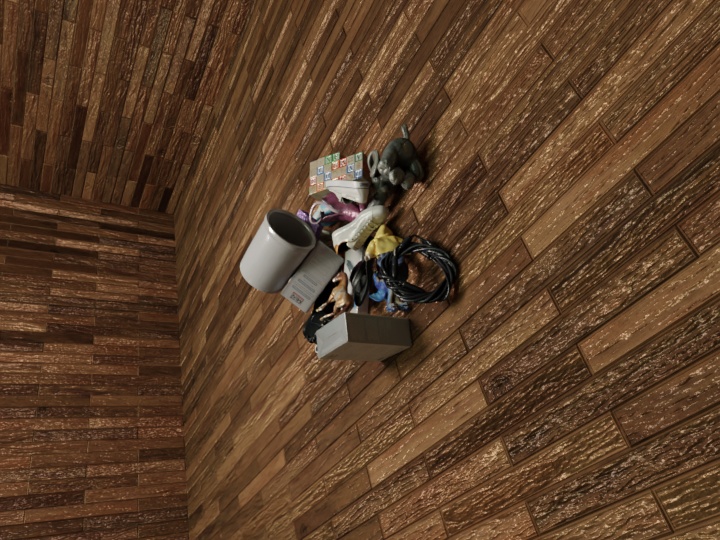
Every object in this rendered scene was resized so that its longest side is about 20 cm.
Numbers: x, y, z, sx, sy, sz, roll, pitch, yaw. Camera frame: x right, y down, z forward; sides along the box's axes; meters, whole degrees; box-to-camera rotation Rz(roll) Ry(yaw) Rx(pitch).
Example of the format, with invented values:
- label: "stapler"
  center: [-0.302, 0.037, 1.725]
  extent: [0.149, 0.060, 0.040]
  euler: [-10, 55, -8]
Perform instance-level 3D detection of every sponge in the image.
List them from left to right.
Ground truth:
- label: "sponge"
  center: [-0.194, -0.079, 1.703]
  extent: [0.111, 0.030, 0.202]
  euler: [39, 111, 36]

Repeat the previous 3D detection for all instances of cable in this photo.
- label: "cable"
  center: [0.136, 0.003, 1.278]
  extent: [0.200, 0.162, 0.051]
  euler: [49, 165, 35]

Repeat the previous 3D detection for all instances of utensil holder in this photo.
- label: "utensil holder"
  center: [-0.254, -0.054, 1.626]
  extent: [0.201, 0.168, 0.171]
  euler: [-53, 42, 27]

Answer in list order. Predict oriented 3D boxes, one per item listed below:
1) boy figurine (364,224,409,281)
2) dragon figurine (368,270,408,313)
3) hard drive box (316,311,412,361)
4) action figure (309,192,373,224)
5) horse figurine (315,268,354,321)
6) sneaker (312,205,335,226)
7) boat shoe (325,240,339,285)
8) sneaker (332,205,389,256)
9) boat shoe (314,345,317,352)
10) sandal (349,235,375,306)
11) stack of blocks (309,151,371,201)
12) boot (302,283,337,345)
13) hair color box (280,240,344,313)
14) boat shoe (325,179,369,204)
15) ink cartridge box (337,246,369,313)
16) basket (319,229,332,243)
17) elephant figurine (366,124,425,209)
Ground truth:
- label: "boy figurine"
  center: [0.068, -0.050, 1.428]
  extent: [0.201, 0.122, 0.065]
  euler: [-107, 8, -53]
- label: "dragon figurine"
  center: [0.062, 0.056, 1.457]
  extent: [0.199, 0.058, 0.101]
  euler: [17, 97, 57]
- label: "hard drive box"
  center: [0.008, 0.176, 1.385]
  extent: [0.155, 0.197, 0.078]
  euler: [-36, 53, 48]
- label: "action figure"
  center: [-0.028, -0.177, 1.570]
  extent: [0.198, 0.148, 0.136]
  euler: [23, 112, 31]
- label: "horse figurine"
  center: [-0.064, 0.090, 1.510]
  extent: [0.132, 0.050, 0.200]
  euler: [-43, 25, 5]
- label: "sneaker"
  center: [-0.098, -0.236, 1.770]
  extent: [0.199, 0.079, 0.133]
  euler: [-32, 58, 40]
- label: "boat shoe"
  center: [-0.097, 0.008, 1.712]
  extent: [0.065, 0.070, 0.203]
  euler: [-122, 38, -66]
- label: "sneaker"
  center: [0.006, -0.103, 1.501]
  extent: [0.199, 0.072, 0.086]
  euler: [-32, 50, 31]
- label: "boat shoe"
  center: [-0.076, 0.208, 1.641]
  extent: [0.200, 0.065, 0.074]
  euler: [-52, 42, 40]
- label: "sandal"
  center: [0.000, -0.001, 1.513]
  extent: [0.075, 0.047, 0.204]
  euler: [164, 118, -67]
- label: "stack of blocks"
  center: [-0.063, -0.300, 1.662]
  extent: [0.197, 0.058, 0.117]
  euler: [-13, 66, 30]
- label: "boot"
  center: [-0.104, 0.138, 1.614]
  extent: [0.200, 0.073, 0.162]
  euler: [-62, 17, -8]
- label: "hair color box"
  center: [-0.146, 0.019, 1.637]
  extent: [0.201, 0.099, 0.061]
  euler: [-54, 7, -5]
- label: "boat shoe"
  center: [-0.038, -0.220, 1.514]
  extent: [0.199, 0.071, 0.067]
  euler: [15, 106, 53]
- label: "ink cartridge box"
  center: [-0.033, 0.037, 1.632]
  extent: [0.175, 0.044, 0.204]
  euler: [-5, 78, 57]
- label: "basket"
  center: [-0.169, -0.039, 1.796]
  extent: [0.135, 0.122, 0.203]
  euler: [27, 106, 57]
- label: "elephant figurine"
  center: [0.072, -0.265, 1.451]
  extent: [0.155, 0.142, 0.199]
  euler: [-45, 13, -21]
